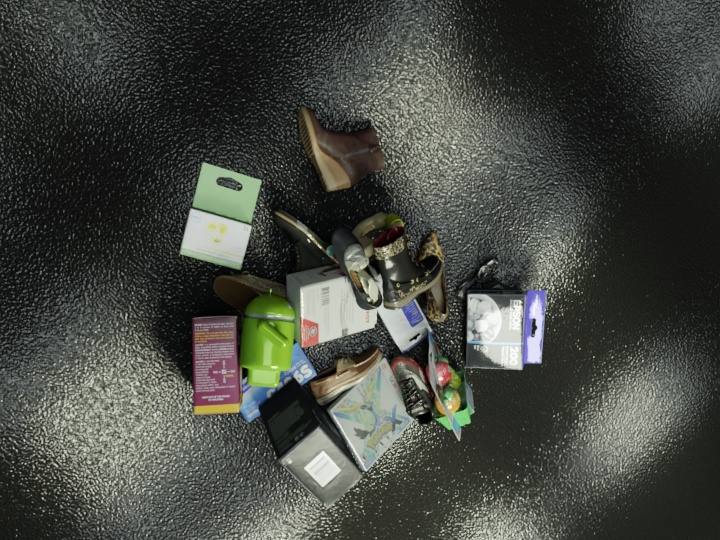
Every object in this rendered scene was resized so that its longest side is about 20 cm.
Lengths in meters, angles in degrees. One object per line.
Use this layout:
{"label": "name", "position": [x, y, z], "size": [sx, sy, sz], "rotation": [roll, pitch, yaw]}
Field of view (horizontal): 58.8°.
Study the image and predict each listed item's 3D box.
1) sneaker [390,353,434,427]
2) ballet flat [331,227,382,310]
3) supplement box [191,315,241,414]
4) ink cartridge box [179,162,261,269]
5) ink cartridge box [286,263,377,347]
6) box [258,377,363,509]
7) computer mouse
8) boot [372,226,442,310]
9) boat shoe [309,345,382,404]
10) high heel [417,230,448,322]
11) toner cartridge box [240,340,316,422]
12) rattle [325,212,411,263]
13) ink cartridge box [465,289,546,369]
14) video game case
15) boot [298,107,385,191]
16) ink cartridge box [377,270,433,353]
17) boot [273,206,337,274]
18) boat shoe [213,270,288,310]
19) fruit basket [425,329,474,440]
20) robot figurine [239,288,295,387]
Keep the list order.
{"label": "sneaker", "position": [0.132, 0.297, 1.558], "size": [0.069, 0.098, 0.204], "rotation": [-23, 109, 17]}
{"label": "ballet flat", "position": [0.000, 0.000, 1.379], "size": [0.071, 0.073, 0.204], "rotation": [-26, 115, -8]}
{"label": "supplement box", "position": [-0.313, 0.203, 1.409], "size": [0.100, 0.131, 0.207], "rotation": [-2, 88, -6]}
{"label": "ink cartridge box", "position": [-0.311, -0.120, 1.427], "size": [0.141, 0.048, 0.206], "rotation": [14, 97, -14]}
{"label": "ink cartridge box", "position": [-0.065, 0.071, 1.456], "size": [0.195, 0.082, 0.151], "rotation": [-12, 116, -28]}
{"label": "box", "position": [-0.115, 0.389, 1.451], "size": [0.117, 0.200, 0.198], "rotation": [-38, 121, -4]}
{"label": "computer mouse", "position": [0.349, 0.073, 1.609], "size": [0.138, 0.053, 0.200], "rotation": [-43, 99, 14]}
{"label": "boot", "position": [0.104, -0.025, 1.418], "size": [0.198, 0.072, 0.154], "rotation": [-35, 119, -34]}
{"label": "boat shoe", "position": [-0.037, 0.239, 1.535], "size": [0.197, 0.076, 0.073], "rotation": [-35, 103, -8]}
{"label": "high heel", "position": [0.184, 0.015, 1.515], "size": [0.069, 0.142, 0.207], "rotation": [1, 99, -13]}
{"label": "toner cartridge box", "position": [-0.209, 0.259, 1.511], "size": [0.197, 0.043, 0.096], "rotation": [-34, 103, -6]}
{"label": "rattle", "position": [0.022, -0.034, 1.483], "size": [0.200, 0.128, 0.145], "rotation": [-46, 147, -29]}
{"label": "ink cartridge box", "position": [0.359, 0.147, 1.580], "size": [0.193, 0.044, 0.205], "rotation": [0, 110, 7]}
{"label": "video game case", "position": [0.033, 0.347, 1.555], "size": [0.199, 0.022, 0.185], "rotation": [-39, 107, -29]}
{"label": "boot", "position": [-0.043, -0.297, 1.465], "size": [0.163, 0.072, 0.205], "rotation": [-27, 103, -20]}
{"label": "ink cartridge box", "position": [0.089, 0.091, 1.559], "size": [0.098, 0.039, 0.204], "rotation": [-31, 103, -7]}
{"label": "boot", "position": [-0.147, -0.035, 1.468], "size": [0.198, 0.078, 0.140], "rotation": [38, 94, -15]}
{"label": "boat shoe", "position": [-0.240, 0.050, 1.469], "size": [0.194, 0.063, 0.075], "rotation": [18, 120, -13]}
{"label": "fruit basket", "position": [0.206, 0.268, 1.526], "size": [0.091, 0.187, 0.204], "rotation": [-14, 120, 14]}
{"label": "robot figurine", "position": [-0.200, 0.145, 1.379], "size": [0.112, 0.176, 0.207], "rotation": [5, 82, -4]}
